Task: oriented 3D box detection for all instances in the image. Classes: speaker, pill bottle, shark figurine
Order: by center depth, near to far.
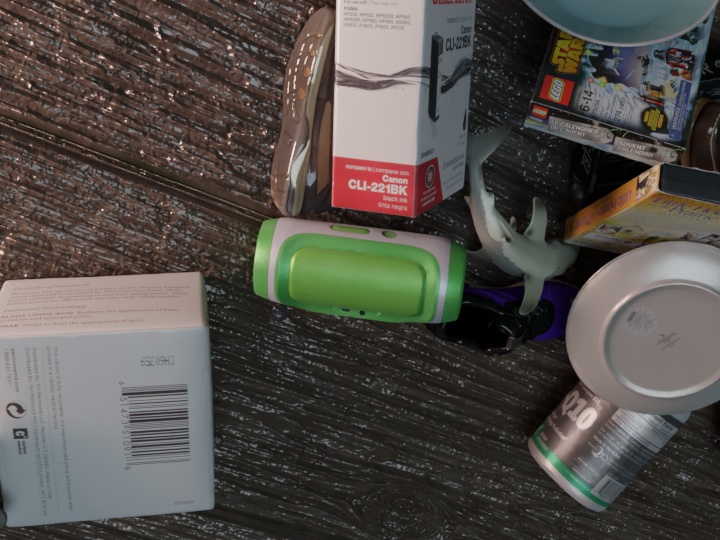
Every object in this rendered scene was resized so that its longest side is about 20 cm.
[{"bbox_3d":[0.000,0.000,0.891,0.198,0.089,0.089,7,110,3],"label":"speaker"},{"bbox_3d":[0.133,-0.043,0.933,0.215,0.089,0.129,47,62,-31],"label":"shark figurine"},{"bbox_3d":[0.289,0.157,1.017,0.113,0.113,0.200,36,100,-21],"label":"pill bottle"}]

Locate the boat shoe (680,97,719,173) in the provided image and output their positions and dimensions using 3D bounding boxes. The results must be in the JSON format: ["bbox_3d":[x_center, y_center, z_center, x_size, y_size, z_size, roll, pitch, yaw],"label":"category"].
[{"bbox_3d":[0.357,-0.093,0.873,0.071,0.070,0.200,-58,142,-6],"label":"boat shoe"}]

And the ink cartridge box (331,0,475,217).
[{"bbox_3d":[0.040,-0.163,0.813,0.083,0.144,0.202,8,109,22],"label":"ink cartridge box"}]

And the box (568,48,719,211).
[{"bbox_3d":[0.319,-0.138,0.913,0.198,0.044,0.161,-11,140,-7],"label":"box"}]

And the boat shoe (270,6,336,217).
[{"bbox_3d":[-0.033,-0.146,0.865,0.073,0.075,0.202,3,119,-23],"label":"boat shoe"}]

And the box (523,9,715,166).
[{"bbox_3d":[0.237,-0.197,0.824,0.136,0.040,0.201,17,64,6],"label":"box"}]

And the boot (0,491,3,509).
[{"bbox_3d":[-0.452,0.270,0.875,0.198,0.186,0.065,-24,94,1],"label":"boot"}]

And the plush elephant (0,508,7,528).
[{"bbox_3d":[-0.381,0.191,0.788,0.154,0.165,0.202,-22,88,-26],"label":"plush elephant"}]

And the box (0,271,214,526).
[{"bbox_3d":[-0.242,0.119,0.882,0.198,0.131,0.201,-2,111,-10],"label":"box"}]

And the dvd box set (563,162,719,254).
[{"bbox_3d":[0.297,-0.047,0.861,0.145,0.200,0.030,10,78,-8],"label":"dvd box set"}]

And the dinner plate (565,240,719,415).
[{"bbox_3d":[0.303,0.065,0.902,0.198,0.024,0.202,3,117,6],"label":"dinner plate"}]

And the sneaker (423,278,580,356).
[{"bbox_3d":[0.157,0.055,0.957,0.198,0.100,0.070,2,112,-12],"label":"sneaker"}]

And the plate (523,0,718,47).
[{"bbox_3d":[0.224,-0.273,0.826,0.198,0.202,0.026,-12,154,-7],"label":"plate"}]
